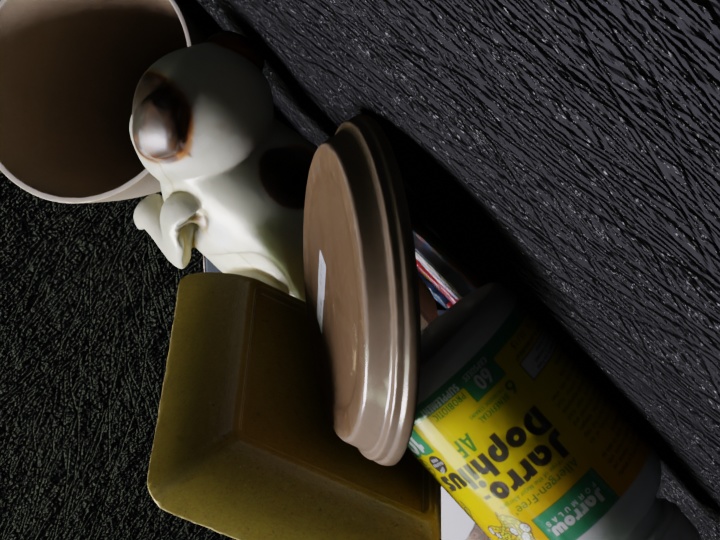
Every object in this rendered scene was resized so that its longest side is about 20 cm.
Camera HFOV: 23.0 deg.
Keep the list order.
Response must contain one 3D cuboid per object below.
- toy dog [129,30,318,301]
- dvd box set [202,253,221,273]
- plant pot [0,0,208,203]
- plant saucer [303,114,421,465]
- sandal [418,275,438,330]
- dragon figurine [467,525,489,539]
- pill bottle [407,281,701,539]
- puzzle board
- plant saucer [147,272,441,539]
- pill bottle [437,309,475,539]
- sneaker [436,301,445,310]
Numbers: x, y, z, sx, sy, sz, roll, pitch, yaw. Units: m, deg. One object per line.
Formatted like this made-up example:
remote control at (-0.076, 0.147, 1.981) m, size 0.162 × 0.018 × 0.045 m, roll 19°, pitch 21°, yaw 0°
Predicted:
toy dog at (-0.080, -0.058, 1.195) m, size 0.200 × 0.140 × 0.194 m, roll 53°, pitch 154°, yaw -15°
dvd box set at (-0.093, -0.028, 1.482) m, size 0.200 × 0.029 × 0.147 m, roll -38°, pitch -54°, yaw -77°
plant pot at (-0.176, -0.136, 1.409) m, size 0.187 × 0.187 × 0.200 m, roll 46°, pitch -169°, yaw 17°
plant saucer at (-0.003, 0.012, 1.011) m, size 0.200 × 0.029 × 0.201 m, roll 175°, pitch 90°, yaw -78°
sandal at (-0.020, 0.023, 1.318) m, size 0.199 × 0.080 × 0.054 m, roll 20°, pitch 138°, yaw 37°
dragon figurine at (0.096, 0.216, 1.431) m, size 0.200 × 0.059 × 0.099 m, roll 43°, pitch 176°, yaw 33°
pill bottle at (0.109, 0.114, 1.067) m, size 0.200 × 0.113 × 0.113 m, roll 48°, pitch 176°, yaw -6°
puzzle board at (0.058, 0.006, 1.264) m, size 0.200 × 0.017 × 0.151 m, roll 43°, pitch 175°, yaw 45°
plant saucer at (-0.024, 0.092, 1.097) m, size 0.199 × 0.049 × 0.201 m, roll 25°, pitch -142°, yaw -18°
pill bottle at (0.048, 0.118, 1.278) m, size 0.112 × 0.112 × 0.200 m, roll 48°, pitch -159°, yaw -14°
sneaker at (0.000, 0.000, 1.437) m, size 0.199 × 0.076 × 0.088 m, roll 22°, pitch 127°, yaw 41°
